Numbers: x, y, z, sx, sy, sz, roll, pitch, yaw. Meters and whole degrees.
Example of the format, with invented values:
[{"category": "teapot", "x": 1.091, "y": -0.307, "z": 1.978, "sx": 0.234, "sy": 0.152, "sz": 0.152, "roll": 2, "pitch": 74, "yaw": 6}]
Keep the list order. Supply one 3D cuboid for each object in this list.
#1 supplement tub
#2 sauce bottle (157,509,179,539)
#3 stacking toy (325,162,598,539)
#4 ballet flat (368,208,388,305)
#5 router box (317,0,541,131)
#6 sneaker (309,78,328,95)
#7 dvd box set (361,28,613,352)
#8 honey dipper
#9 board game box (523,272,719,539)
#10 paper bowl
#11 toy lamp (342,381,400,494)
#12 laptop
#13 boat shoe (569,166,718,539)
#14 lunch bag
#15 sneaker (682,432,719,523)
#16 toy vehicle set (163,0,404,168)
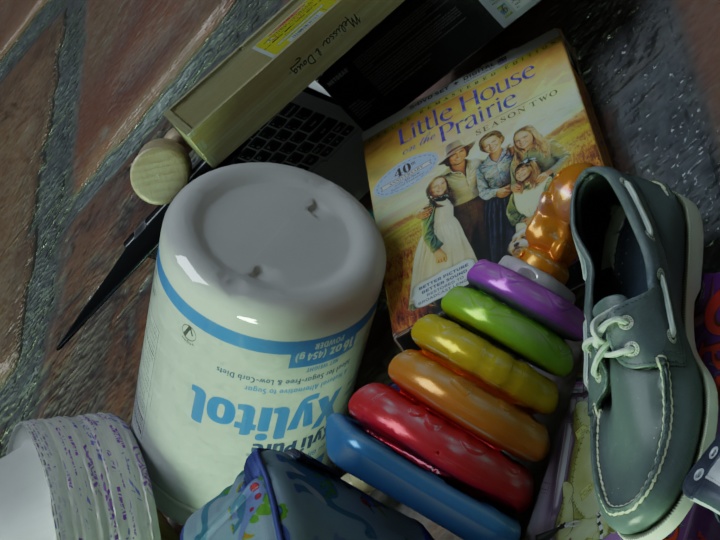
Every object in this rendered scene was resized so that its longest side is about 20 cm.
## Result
[{"category": "supplement tub", "x": -0.064, "y": 0.049, "z": 1.081, "sx": 0.133, "sy": 0.131, "sz": 0.201, "roll": -93, "pitch": 12, "yaw": -47}, {"category": "sauce bottle", "x": -0.134, "y": 0.212, "z": 1.200, "sx": 0.066, "sy": 0.066, "sz": 0.200, "roll": -59, "pitch": 26, "yaw": 4}, {"category": "stacking toy", "x": 0.074, "y": 0.034, "z": 0.945, "sx": 0.201, "sy": 0.109, "sz": 0.116, "roll": -61, "pitch": 6, "yaw": -2}, {"category": "ballet flat", "x": 0.000, "y": 0.000, "z": 1.154, "sx": 0.199, "sy": 0.065, "sz": 0.071, "roll": -8, "pitch": 45, "yaw": 28}, {"category": "router box", "x": 0.078, "y": -0.190, "z": 1.167, "sx": 0.200, "sy": 0.052, "sz": 0.157, "roll": -35, "pitch": 14, "yaw": 42}, {"category": "sneaker", "x": -0.046, "y": -0.110, "z": 1.367, "sx": 0.200, "sy": 0.069, "sz": 0.091, "roll": 30, "pitch": 106, "yaw": 64}, {"category": "dvd box set", "x": 0.076, "y": -0.048, "z": 1.065, "sx": 0.146, "sy": 0.029, "sz": 0.201, "roll": -26, "pitch": 37, "yaw": 15}, {"category": "honey dipper", "x": -0.130, "y": -0.075, "z": 1.229, "sx": 0.038, "sy": 0.038, "sz": 0.200, "roll": -58, "pitch": 7, "yaw": 6}, {"category": "board game box", "x": 0.135, "y": 0.097, "z": 0.879, "sx": 0.120, "sy": 0.032, "sz": 0.201, "roll": -5, "pitch": 60, "yaw": 54}, {"category": "paper bowl", "x": -0.191, "y": 0.192, "z": 1.119, "sx": 0.200, "sy": 0.104, "sz": 0.203, "roll": 175, "pitch": 90, "yaw": -69}, {"category": "toy lamp", "x": -0.008, "y": 0.133, "z": 1.065, "sx": 0.200, "sy": 0.058, "sz": 0.058, "roll": -49, "pitch": 29, "yaw": 24}, {"category": "laptop", "x": -0.076, "y": -0.022, "z": 1.208, "sx": 0.187, "sy": 0.199, "sz": 0.117, "roll": -42, "pitch": 47, "yaw": 33}, {"category": "boat shoe", "x": 0.123, "y": 0.035, "z": 0.861, "sx": 0.073, "sy": 0.062, "sz": 0.201, "roll": -33, "pitch": 37, "yaw": 41}, {"category": "lunch bag", "x": -0.002, "y": 0.189, "z": 0.887, "sx": 0.082, "sy": 0.160, "sz": 0.201, "roll": -45, "pitch": 32, "yaw": 18}, {"category": "sneaker", "x": 0.183, "y": 0.045, "z": 0.794, "sx": 0.109, "sy": 0.070, "sz": 0.201, "roll": -46, "pitch": 33, "yaw": 23}, {"category": "toy vehicle set", "x": -0.035, "y": -0.147, "z": 1.143, "sx": 0.200, "sy": 0.027, "sz": 0.124, "roll": -42, "pitch": 17, "yaw": -1}]
